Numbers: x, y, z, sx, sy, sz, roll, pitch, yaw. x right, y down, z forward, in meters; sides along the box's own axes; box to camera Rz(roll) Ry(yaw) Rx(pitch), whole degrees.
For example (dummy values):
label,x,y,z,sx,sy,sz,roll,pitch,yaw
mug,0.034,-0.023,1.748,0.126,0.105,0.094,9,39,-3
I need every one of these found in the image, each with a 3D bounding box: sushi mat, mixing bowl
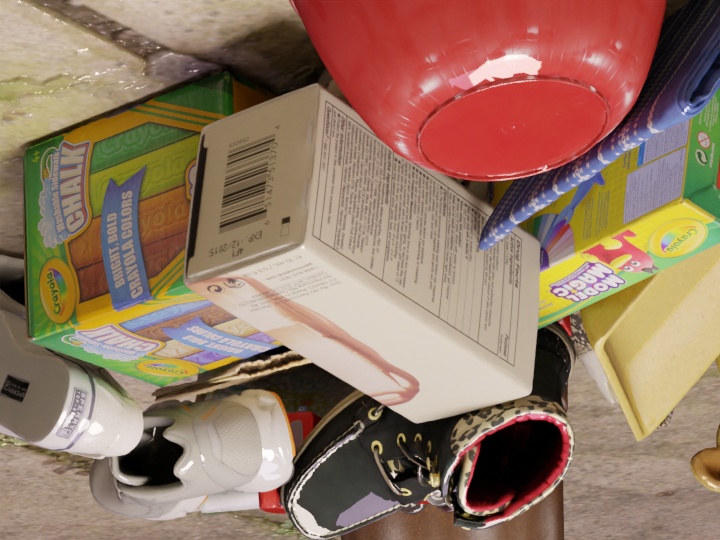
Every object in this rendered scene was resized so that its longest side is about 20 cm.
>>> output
label,x,y,z,sx,sy,sz,roll,pitch,yaw
sushi mat,-0.061,0.061,1.680,0.096,0.012,0.200,-14,178,-20
mixing bowl,0.068,-0.114,1.338,0.200,0.108,0.200,-7,154,-4

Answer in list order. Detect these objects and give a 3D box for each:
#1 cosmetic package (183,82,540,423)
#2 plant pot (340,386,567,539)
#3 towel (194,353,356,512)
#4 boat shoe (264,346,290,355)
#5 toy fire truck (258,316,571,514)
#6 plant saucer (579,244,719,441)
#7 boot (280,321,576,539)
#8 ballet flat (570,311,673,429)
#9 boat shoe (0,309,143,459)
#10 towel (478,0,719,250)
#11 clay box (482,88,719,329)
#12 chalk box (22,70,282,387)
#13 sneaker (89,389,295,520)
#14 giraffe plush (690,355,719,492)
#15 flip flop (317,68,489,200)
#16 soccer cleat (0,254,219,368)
label,x,y,z,sx,sy,sz,roll,pitch,yaw
cosmetic package,0.004,-0.005,1.462,0.087,0.103,0.200,-18,143,36
plant pot,0.064,0.154,1.932,0.200,0.198,0.200,-5,159,-2
towel,-0.017,0.089,1.797,0.200,0.171,0.048,-8,126,9
boat shoe,-0.002,0.026,1.772,0.201,0.072,0.066,1,168,4
toy fire truck,0.032,0.080,1.690,0.200,0.141,0.049,-4,169,10
plant saucer,0.203,-0.010,1.633,0.200,0.048,0.200,-48,157,-6
boot,0.038,0.110,1.570,0.203,0.074,0.154,-33,-165,10
ballet flat,0.191,0.069,1.907,0.068,0.075,0.200,-10,158,16
boat shoe,-0.188,0.074,1.651,0.070,0.071,0.200,23,177,-29
towel,0.148,-0.090,1.425,0.024,0.145,0.200,43,145,-8
clay box,0.135,-0.042,1.548,0.048,0.115,0.200,29,145,-27
chalk box,-0.115,-0.015,1.562,0.200,0.125,0.124,-19,155,30
sneaker,-0.128,0.113,1.663,0.092,0.076,0.200,-4,168,-35
giraffe plush,0.273,0.070,1.806,0.172,0.162,0.200,-4,158,-2
flip flop,0.032,-0.066,1.515,0.081,0.058,0.200,-48,152,-8
soccer cleat,-0.141,0.018,1.709,0.200,0.069,0.085,2,153,13
